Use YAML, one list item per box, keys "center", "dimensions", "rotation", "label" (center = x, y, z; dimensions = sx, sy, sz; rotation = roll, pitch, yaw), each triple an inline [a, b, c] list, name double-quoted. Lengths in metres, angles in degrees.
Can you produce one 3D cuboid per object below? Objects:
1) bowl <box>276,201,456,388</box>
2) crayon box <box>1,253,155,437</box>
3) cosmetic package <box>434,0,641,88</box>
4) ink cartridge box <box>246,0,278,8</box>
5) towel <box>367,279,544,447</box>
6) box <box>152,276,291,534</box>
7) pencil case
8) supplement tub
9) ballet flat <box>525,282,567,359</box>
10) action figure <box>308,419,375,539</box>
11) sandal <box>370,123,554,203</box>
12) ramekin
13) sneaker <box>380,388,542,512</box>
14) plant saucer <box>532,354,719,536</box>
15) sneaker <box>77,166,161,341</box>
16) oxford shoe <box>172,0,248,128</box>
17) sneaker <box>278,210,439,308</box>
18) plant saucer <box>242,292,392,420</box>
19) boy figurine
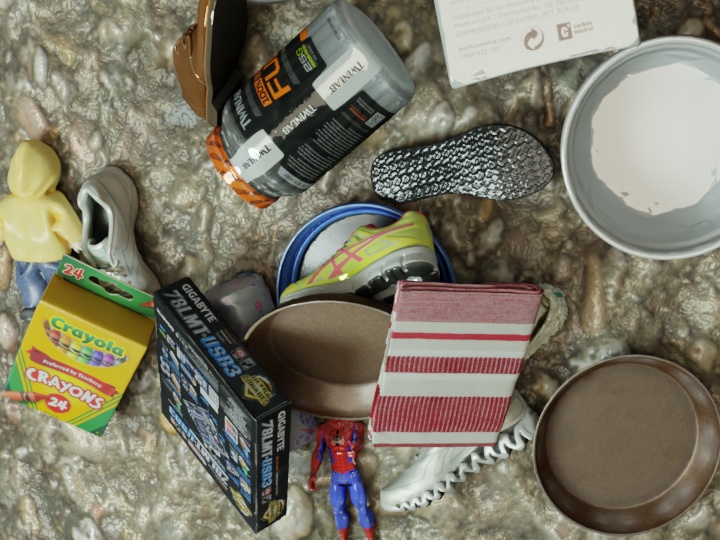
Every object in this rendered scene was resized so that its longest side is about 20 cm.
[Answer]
- center: [0.008, 0.025, 1.112]
  dimensions: [0.197, 0.039, 0.205]
  rotation: [3, 105, 12]
  label: "bowl"
- center: [-0.309, 0.087, 1.147]
  dimensions: [0.125, 0.051, 0.201]
  rotation: [25, 127, -11]
  label: "crayon box"
- center: [0.151, -0.267, 0.920]
  dimensions: [0.162, 0.200, 0.168]
  rotation: [-10, 101, 15]
  label: "cosmetic package"
- center: [-0.066, -0.346, 1.010]
  dimensions: [0.196, 0.083, 0.149]
  rotation: [-10, 102, 14]
  label: "ink cartridge box"
- center: [0.088, 0.094, 1.008]
  dimensions: [0.141, 0.023, 0.203]
  rotation: [2, 125, -12]
  label: "towel"
- center: [-0.146, 0.142, 1.082]
  dimensions: [0.200, 0.049, 0.201]
  rotation: [44, 147, 33]
  label: "box"
- center: [-0.117, 0.107, 1.139]
  dimensions: [0.090, 0.083, 0.203]
  rotation: [-15, 100, 35]
  label: "pencil case"
- center: [-0.053, -0.161, 1.035]
  dimensions: [0.199, 0.123, 0.123]
  rotation: [-39, 94, 18]
  label: "supplement tub"
- center: [0.130, 0.083, 1.062]
  dimensions: [0.200, 0.072, 0.072]
  rotation: [-44, 92, 3]
  label: "ballet flat"
- center: [-0.020, 0.245, 1.147]
  dimensions: [0.064, 0.099, 0.204]
  rotation: [-6, 100, 12]
  label: "action figure"
- center: [0.105, -0.108, 1.060]
  dimensions: [0.197, 0.045, 0.077]
  rotation: [-3, 98, 28]
  label: "sandal"
- center: [0.289, -0.121, 0.977]
  dimensions: [0.196, 0.105, 0.204]
  rotation: [3, 105, 12]
  label: "ramekin"
- center: [0.099, 0.191, 1.123]
  dimensions: [0.199, 0.075, 0.082]
  rotation: [-34, 87, 10]
  label: "sneaker"
- center: [0.275, 0.178, 1.078]
  dimensions: [0.196, 0.035, 0.204]
  rotation: [0, 107, -1]
  label: "plant saucer"
- center: [-0.275, -0.009, 1.147]
  dimensions: [0.069, 0.080, 0.204]
  rotation: [-10, 103, 13]
  label: "sneaker"
- center: [-0.156, -0.218, 1.024]
  dimensions: [0.071, 0.072, 0.201]
  rotation: [31, 150, 6]
  label: "oxford shoe"
- center: [0.000, 0.000, 1.056]
  dimensions: [0.198, 0.092, 0.078]
  rotation: [-20, 141, 32]
  label: "sneaker"
- center: [-0.022, 0.083, 1.052]
  dimensions: [0.196, 0.037, 0.202]
  rotation: [3, 140, 3]
  label: "plant saucer"
- center: [-0.366, -0.045, 1.166]
  dimensions: [0.122, 0.064, 0.204]
  rotation: [-3, 103, 14]
  label: "boy figurine"
